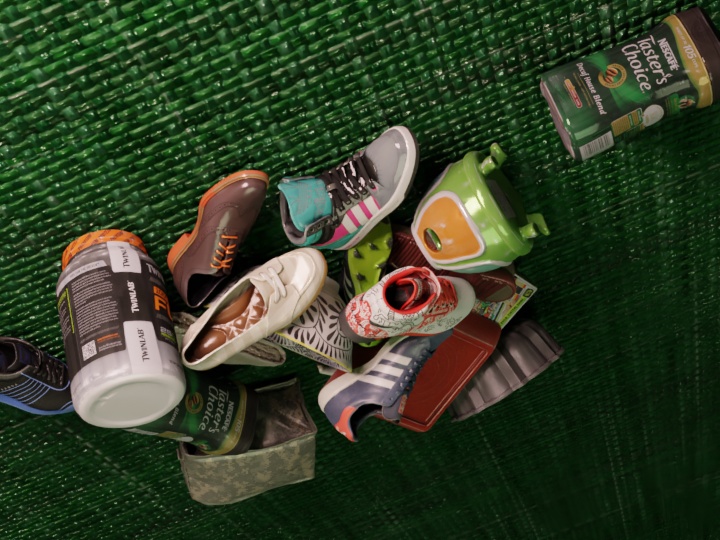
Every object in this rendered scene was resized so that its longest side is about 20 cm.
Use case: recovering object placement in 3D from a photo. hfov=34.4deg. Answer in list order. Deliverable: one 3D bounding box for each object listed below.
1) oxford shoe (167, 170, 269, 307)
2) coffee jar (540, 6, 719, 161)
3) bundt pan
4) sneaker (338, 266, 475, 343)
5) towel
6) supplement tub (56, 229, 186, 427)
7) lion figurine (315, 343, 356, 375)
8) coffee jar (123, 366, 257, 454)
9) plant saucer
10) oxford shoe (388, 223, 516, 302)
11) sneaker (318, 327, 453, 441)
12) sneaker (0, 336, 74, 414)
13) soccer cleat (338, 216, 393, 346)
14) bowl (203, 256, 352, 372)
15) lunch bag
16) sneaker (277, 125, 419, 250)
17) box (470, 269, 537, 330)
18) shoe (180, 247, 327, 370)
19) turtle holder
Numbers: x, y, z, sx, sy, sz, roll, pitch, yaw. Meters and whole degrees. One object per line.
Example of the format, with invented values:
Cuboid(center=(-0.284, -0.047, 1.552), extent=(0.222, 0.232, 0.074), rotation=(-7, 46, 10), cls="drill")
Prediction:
Cuboid(center=(-0.154, -0.035, 1.322), extent=(0.071, 0.073, 0.200), rotation=(5, 141, -32), cls="oxford shoe")
Cuboid(center=(0.306, -0.206, 1.276), extent=(0.199, 0.105, 0.085), rotation=(-24, 151, 7), cls="coffee jar")
Cuboid(center=(0.197, 0.137, 1.713), extent=(0.202, 0.076, 0.202), rotation=(-33, 178, -2), cls="bundt pan")
Cuboid(center=(0.081, 0.034, 1.380), extent=(0.201, 0.067, 0.108), rotation=(-11, 164, -34), cls="sneaker")
Cuboid(center=(-0.204, 0.085, 1.466), extent=(0.132, 0.035, 0.200), rotation=(1, 164, 37), cls="towel")
Cuboid(center=(-0.269, 0.061, 1.288), extent=(0.122, 0.201, 0.123), rotation=(-13, 149, -8), cls="supplement tub")
Cuboid(center=(-0.004, 0.104, 1.597), extent=(0.122, 0.073, 0.200), rotation=(-20, 140, -7), cls="lion figurine")
Cuboid(center=(-0.227, 0.181, 1.553), extent=(0.085, 0.105, 0.200), rotation=(-10, 155, 40), cls="coffee jar")
Cuboid(center=(0.077, 0.131, 1.566), extent=(0.200, 0.037, 0.200), rotation=(25, 110, -39), cls="plant saucer")
Cuboid(center=(0.109, -0.023, 1.490), extent=(0.199, 0.075, 0.070), rotation=(23, 141, -21), cls="oxford shoe")
Cuboid(center=(0.047, 0.141, 1.466), extent=(0.200, 0.085, 0.075), rotation=(-38, 152, 6), cls="sneaker")
Cuboid(center=(-0.409, 0.127, 1.436), extent=(0.200, 0.070, 0.078), rotation=(16, 141, -42), cls="sneaker")
Cuboid(center=(0.000, 0.000, 1.445), extent=(0.067, 0.081, 0.201), rotation=(-14, 119, -25), cls="soccer cleat")
Cuboid(center=(-0.083, 0.043, 1.429), extent=(0.201, 0.200, 0.094), rotation=(36, 75, -53), cls="bowl")
Cuboid(center=(-0.173, 0.260, 1.721), extent=(0.199, 0.118, 0.164), rotation=(-16, 148, -14), cls="lunch bag")
Cuboid(center=(-0.028, -0.090, 1.303), extent=(0.120, 0.084, 0.200), rotation=(-5, 148, -39), cls="sneaker")
Cuboid(center=(0.140, 0.070, 1.602), extent=(0.110, 0.035, 0.200), rotation=(29, 107, -40), cls="box")
Cuboid(center=(-0.120, 0.045, 1.299), extent=(0.200, 0.070, 0.053), rotation=(-39, 171, 1), cls="shoe")
Cuboid(center=(0.134, -0.071, 1.383), extent=(0.131, 0.186, 0.141), rotation=(-32, 113, 19), cls="turtle holder")
